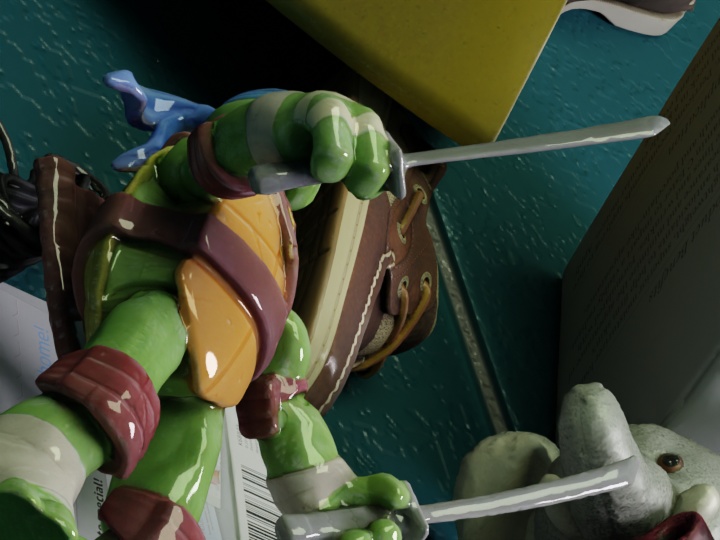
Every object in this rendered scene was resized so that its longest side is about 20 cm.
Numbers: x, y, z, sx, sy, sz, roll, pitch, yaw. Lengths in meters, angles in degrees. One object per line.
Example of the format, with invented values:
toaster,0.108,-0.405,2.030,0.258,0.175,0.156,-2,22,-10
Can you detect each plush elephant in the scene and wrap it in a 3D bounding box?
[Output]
plush elephant,0.091,0.108,0.903,0.200,0.164,0.156,51,30,-63

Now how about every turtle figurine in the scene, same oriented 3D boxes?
turtle figurine,-0.015,0.031,0.742,0.199,0.144,0.194,34,53,0

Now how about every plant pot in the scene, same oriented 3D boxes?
plant pot,0.017,-0.185,1.070,0.176,0.201,0.200,27,12,-2

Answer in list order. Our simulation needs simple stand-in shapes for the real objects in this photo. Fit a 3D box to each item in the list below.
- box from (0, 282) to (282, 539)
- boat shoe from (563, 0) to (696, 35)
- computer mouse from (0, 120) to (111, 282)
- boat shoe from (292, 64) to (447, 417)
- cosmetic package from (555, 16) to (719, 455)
box,-0.097,0.075,0.808,0.199,0.041,0.157,27,37,-34
boat shoe,0.104,-0.155,1.303,0.199,0.059,0.072,5,52,-50
computer mouse,-0.161,-0.066,0.848,0.200,0.046,0.140,47,9,-5
boat shoe,0.000,0.000,0.990,0.072,0.072,0.200,38,26,-15
cosmetic package,0.179,0.033,1.053,0.164,0.165,0.201,22,37,-11
